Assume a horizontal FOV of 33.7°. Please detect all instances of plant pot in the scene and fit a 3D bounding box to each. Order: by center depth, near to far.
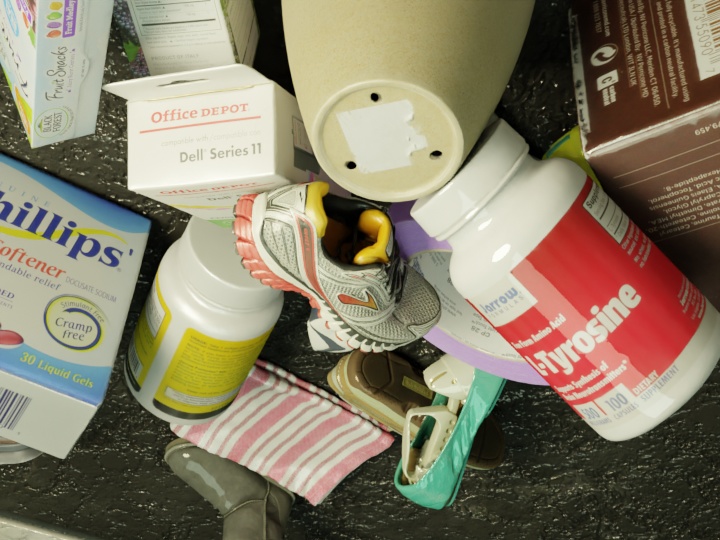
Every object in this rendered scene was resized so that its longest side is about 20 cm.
[{"bbox_3d":[0.025,-0.147,0.766,0.184,0.202,0.189,5,137,5],"label":"plant pot"}]

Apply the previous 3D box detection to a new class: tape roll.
[{"bbox_3d":[0.106,0.004,0.924,0.198,0.066,0.201,24,153,13],"label":"tape roll"}]

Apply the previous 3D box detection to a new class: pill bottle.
[{"bbox_3d":[0.130,0.003,0.767,0.200,0.113,0.112,44,129,-6],"label":"pill bottle"},{"bbox_3d":[-0.134,0.038,1.051,0.113,0.116,0.201,18,137,-13],"label":"pill bottle"}]

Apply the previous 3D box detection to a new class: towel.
[{"bbox_3d":[-0.082,0.169,1.244,0.198,0.030,0.146,29,128,-23],"label":"towel"}]

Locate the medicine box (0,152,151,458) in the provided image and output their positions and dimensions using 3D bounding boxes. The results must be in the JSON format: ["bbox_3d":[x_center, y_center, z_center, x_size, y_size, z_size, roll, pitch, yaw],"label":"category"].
[{"bbox_3d":[-0.289,0.022,0.985,0.180,0.202,0.103,24,137,-19],"label":"medicine box"}]

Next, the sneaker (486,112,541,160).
[{"bbox_3d":[0.105,-0.061,0.965,0.081,0.078,0.200,-9,133,42],"label":"sneaker"}]

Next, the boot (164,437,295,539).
[{"bbox_3d":[-0.137,0.290,1.257,0.180,0.202,0.073,26,133,-22],"label":"boot"}]

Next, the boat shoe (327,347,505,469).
[{"bbox_3d":[0.055,0.139,1.185,0.199,0.072,0.076,36,145,-19],"label":"boat shoe"}]

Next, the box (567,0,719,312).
[{"bbox_3d":[0.259,-0.096,0.825,0.162,0.168,0.201,-19,132,23],"label":"box"}]

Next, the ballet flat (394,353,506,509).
[{"bbox_3d":[0.082,0.127,1.099,0.069,0.067,0.203,15,103,-25],"label":"ballet flat"}]

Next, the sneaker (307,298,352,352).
[{"bbox_3d":[0.012,0.001,1.022,0.127,0.080,0.201,-2,137,6],"label":"sneaker"}]

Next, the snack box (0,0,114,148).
[{"bbox_3d":[-0.206,-0.188,0.753,0.052,0.144,0.200,-16,165,-22],"label":"snack box"}]

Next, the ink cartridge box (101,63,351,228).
[{"bbox_3d":[-0.091,-0.083,0.855,0.115,0.069,0.200,-5,171,18],"label":"ink cartridge box"}]

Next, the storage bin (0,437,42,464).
[{"bbox_3d":[-0.399,0.099,1.138,0.196,0.147,0.136,-1,127,7],"label":"storage bin"}]

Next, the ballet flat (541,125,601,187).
[{"bbox_3d":[0.209,-0.036,0.970,0.066,0.067,0.201,-26,123,20],"label":"ballet flat"}]

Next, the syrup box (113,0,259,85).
[{"bbox_3d":[-0.128,-0.215,0.803,0.080,0.080,0.202,-3,137,9],"label":"syrup box"}]

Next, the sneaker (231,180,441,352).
[{"bbox_3d":[0.000,0.000,0.845,0.081,0.079,0.199,-17,149,33],"label":"sneaker"}]
